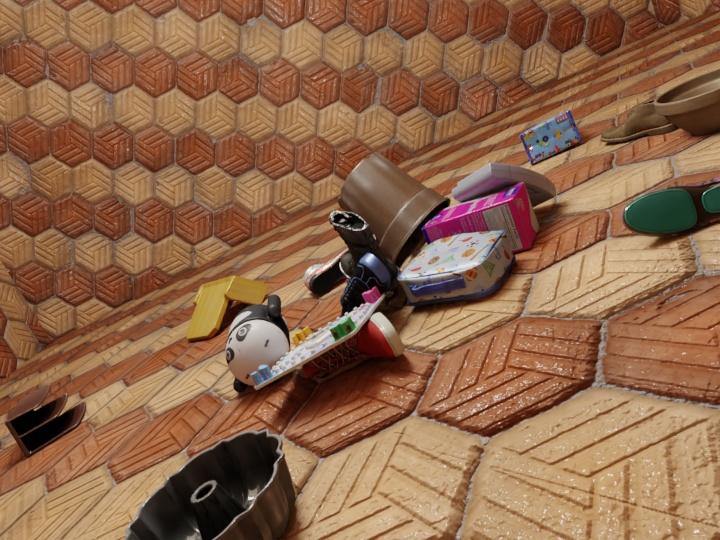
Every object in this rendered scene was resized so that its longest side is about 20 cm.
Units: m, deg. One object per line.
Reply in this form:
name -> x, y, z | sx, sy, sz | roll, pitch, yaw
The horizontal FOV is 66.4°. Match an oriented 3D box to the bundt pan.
bundt pan -> -0.156, 0.273, 0.610 | 0.198, 0.077, 0.202 | -26, 14, 7

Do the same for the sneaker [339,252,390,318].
sneaker -> 0.003, 0.044, 1.018 | 0.078, 0.070, 0.201 | -46, -14, -23

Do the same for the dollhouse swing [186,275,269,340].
dollhouse swing -> -0.393, 0.125, 1.626 | 0.197, 0.181, 0.179 | -13, -22, 43

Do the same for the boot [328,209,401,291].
boot -> -0.009, -0.050, 1.062 | 0.198, 0.175, 0.070 | 16, 60, 50

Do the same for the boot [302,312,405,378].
boot -> -0.018, 0.132, 0.870 | 0.142, 0.074, 0.199 | -32, 7, -17

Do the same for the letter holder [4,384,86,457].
letter holder -> -0.793, 0.360, 1.408 | 0.140, 0.103, 0.199 | -29, 14, -18

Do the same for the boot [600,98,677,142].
boot -> 0.660, -0.358, 1.317 | 0.073, 0.077, 0.198 | -35, 15, -25

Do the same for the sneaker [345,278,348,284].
sneaker -> 0.000, 0.000, 1.273 | 0.085, 0.075, 0.200 | -28, 15, -1

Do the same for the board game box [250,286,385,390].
board game box -> -0.065, 0.104, 0.902 | 0.197, 0.026, 0.200 | -32, 4, 21

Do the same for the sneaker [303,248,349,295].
sneaker -> -0.061, -0.012, 1.432 | 0.199, 0.068, 0.107 | -34, 18, -15

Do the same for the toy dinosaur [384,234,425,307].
toy dinosaur -> 0.087, 0.008, 1.115 | 0.104, 0.061, 0.203 | -11, 44, 37

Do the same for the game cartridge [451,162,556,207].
game cartridge -> 0.300, -0.163, 1.123 | 0.196, 0.043, 0.132 | 8, -17, -32

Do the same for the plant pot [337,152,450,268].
plant pot -> 0.066, -0.142, 1.230 | 0.200, 0.198, 0.201 | -44, -15, -15

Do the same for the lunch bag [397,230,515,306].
lunch bag -> 0.166, 0.000, 0.980 | 0.197, 0.077, 0.160 | -13, 22, 40

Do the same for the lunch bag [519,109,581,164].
lunch bag -> 0.555, -0.391, 1.618 | 0.148, 0.096, 0.200 | -24, 5, 22

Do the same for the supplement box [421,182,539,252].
supplement box -> 0.235, -0.082, 1.078 | 0.196, 0.106, 0.101 | -15, 17, 34

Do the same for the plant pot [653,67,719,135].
plant pot -> 0.714, -0.339, 1.117 | 0.197, 0.094, 0.201 | -25, 14, 6

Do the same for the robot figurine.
robot figurine -> -0.195, 0.136, 1.045 | 0.121, 0.155, 0.200 | -14, 13, -5

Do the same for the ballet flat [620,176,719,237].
ballet flat -> 0.476, -0.095, 0.785 | 0.195, 0.071, 0.071 | -17, -1, 21
